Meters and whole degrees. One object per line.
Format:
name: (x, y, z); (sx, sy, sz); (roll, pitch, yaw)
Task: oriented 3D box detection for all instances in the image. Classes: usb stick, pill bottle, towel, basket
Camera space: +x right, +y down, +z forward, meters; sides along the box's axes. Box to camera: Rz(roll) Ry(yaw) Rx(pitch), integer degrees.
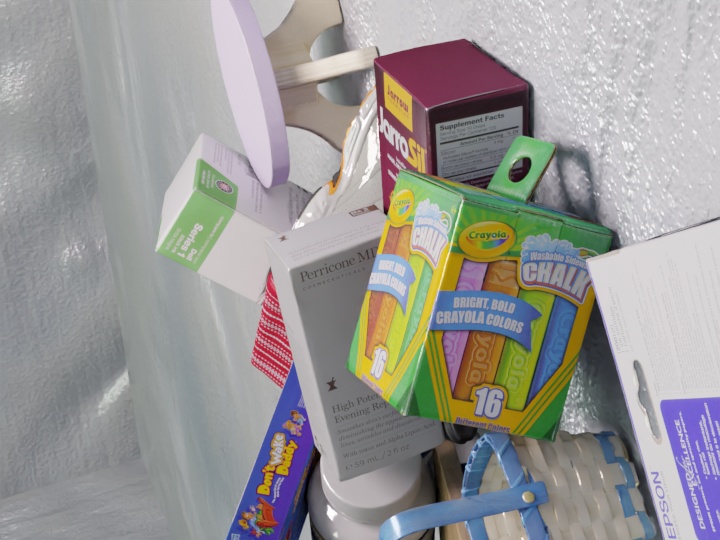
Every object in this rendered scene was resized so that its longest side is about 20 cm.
usb stick: (0.063, 0.118, 1.320); (0.200, 0.032, 0.056); (177, 86, -78)
pill bottle: (0.011, 0.222, 1.382); (0.200, 0.119, 0.120); (87, 161, -55)
towel: (-0.044, 0.089, 1.441); (0.144, 0.022, 0.200); (39, 152, 11)
basket: (0.101, 0.200, 1.101); (0.177, 0.199, 0.140); (106, 145, -58)

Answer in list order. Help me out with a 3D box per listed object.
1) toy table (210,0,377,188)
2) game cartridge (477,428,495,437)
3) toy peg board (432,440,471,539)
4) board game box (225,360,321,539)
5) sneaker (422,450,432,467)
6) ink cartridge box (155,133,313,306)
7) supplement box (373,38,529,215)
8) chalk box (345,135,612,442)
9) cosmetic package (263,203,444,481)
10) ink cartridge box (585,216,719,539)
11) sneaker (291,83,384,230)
toy table: (-0.063, -0.192, 1.462); (0.184, 0.117, 0.201); (-148, 45, -66)
game cartridge: (0.094, 0.077, 1.268); (0.200, 0.040, 0.134); (52, 160, 48)
toy peg board: (0.129, 0.270, 1.308); (0.199, 0.097, 0.201); (-102, 6, -63)
board game box: (-0.069, 0.195, 1.379); (0.135, 0.045, 0.201); (94, -167, -57)
sneaker: (0.030, 0.167, 1.526); (0.115, 0.080, 0.200); (-123, 23, -43)
ink cartridge box: (-0.094, -0.034, 1.492); (0.084, 0.199, 0.146); (-55, 17, 21)
supplement box: (0.073, -0.065, 1.172); (0.110, 0.085, 0.201); (-129, 29, -55)
chalk box: (0.087, 0.002, 1.058); (0.125, 0.123, 0.201); (-151, 74, -68)
cosmetic package: (-0.003, 0.059, 1.215); (0.074, 0.101, 0.201); (-134, 27, -61)
ink cartridge box: (0.216, 0.069, 0.886); (0.200, 0.043, 0.199); (159, 96, -72)
sneaker: (0.025, -0.077, 1.271); (0.092, 0.201, 0.076); (31, -173, 17)
